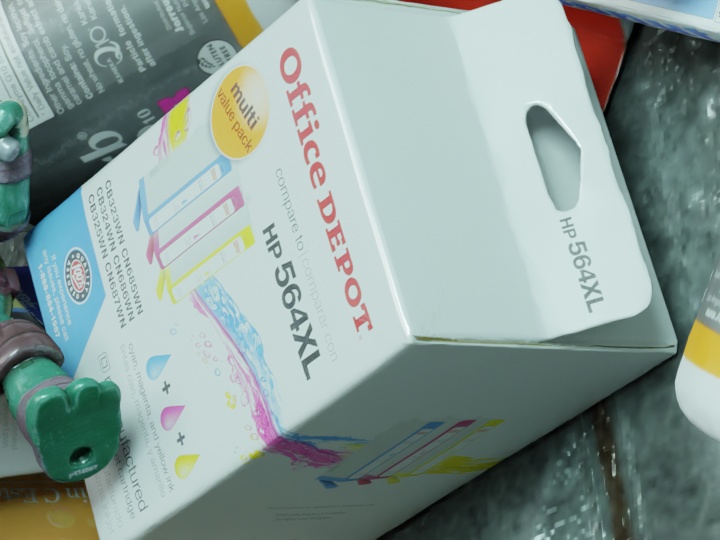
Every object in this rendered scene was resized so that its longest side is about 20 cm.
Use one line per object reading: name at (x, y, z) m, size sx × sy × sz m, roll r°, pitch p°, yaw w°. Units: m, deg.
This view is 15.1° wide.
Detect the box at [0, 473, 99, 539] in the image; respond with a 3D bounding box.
box at (-0.129, 0.161, 1.038) m, size 0.201 × 0.123 × 0.098 m, roll -110°, pitch 30°, yaw -42°

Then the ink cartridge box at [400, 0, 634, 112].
ink cartridge box at (0.049, -0.133, 1.003) m, size 0.160 × 0.047 × 0.201 m, roll 24°, pitch 94°, yaw 57°

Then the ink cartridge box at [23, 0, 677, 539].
ink cartridge box at (0.000, 0.000, 0.921) m, size 0.200 × 0.125 × 0.129 m, roll -37°, pitch 62°, yaw 41°

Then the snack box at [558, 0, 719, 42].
snack box at (0.102, -0.116, 0.886) m, size 0.199 × 0.024 × 0.072 m, roll 19°, pitch 92°, yaw 39°

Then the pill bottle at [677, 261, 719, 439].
pill bottle at (0.169, -0.035, 0.709) m, size 0.116 × 0.116 × 0.201 m, roll 27°, pitch 98°, yaw 56°

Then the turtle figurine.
turtle figurine at (-0.160, 0.003, 0.946) m, size 0.149 × 0.101 × 0.200 m, roll -40°, pitch 51°, yaw 9°

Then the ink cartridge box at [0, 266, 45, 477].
ink cartridge box at (-0.183, 0.025, 1.080) m, size 0.197 × 0.199 × 0.047 m, roll 38°, pitch 129°, yaw 53°

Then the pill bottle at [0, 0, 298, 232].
pill bottle at (-0.115, -0.086, 1.065) m, size 0.199 × 0.116 × 0.117 m, roll -27°, pitch 49°, yaw 12°
